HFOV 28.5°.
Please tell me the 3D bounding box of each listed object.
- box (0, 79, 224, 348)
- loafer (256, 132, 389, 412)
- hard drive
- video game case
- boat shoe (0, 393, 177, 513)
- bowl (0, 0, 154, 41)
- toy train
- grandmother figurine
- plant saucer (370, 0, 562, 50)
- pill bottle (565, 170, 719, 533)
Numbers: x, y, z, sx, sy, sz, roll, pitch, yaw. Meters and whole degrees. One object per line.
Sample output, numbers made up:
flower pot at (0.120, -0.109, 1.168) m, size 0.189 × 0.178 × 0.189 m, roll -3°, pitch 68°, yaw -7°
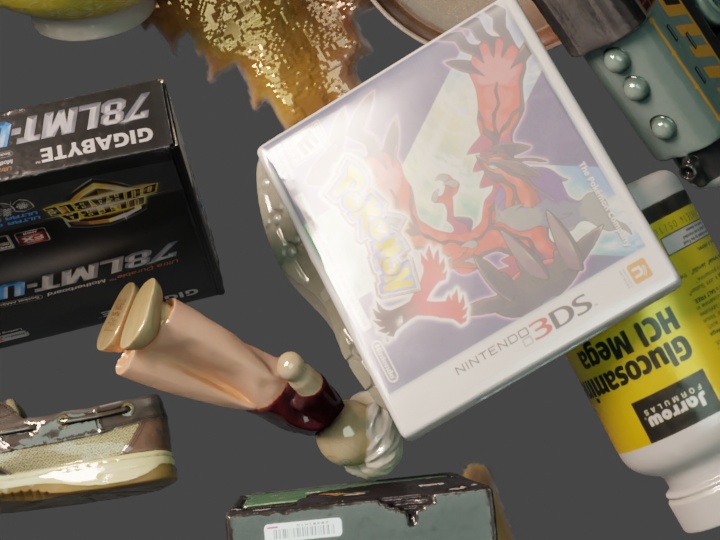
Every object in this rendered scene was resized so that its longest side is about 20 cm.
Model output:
box at (-0.188, -0.021, 0.817) m, size 0.198 × 0.199 × 0.050 m, roll -13°, pitch 64°, yaw -4°
loafer at (0.000, 0.000, 0.893) m, size 0.070 × 0.070 × 0.201 m, roll -39°, pitch 72°, yaw 33°
hard drive at (-0.003, 0.142, 0.803) m, size 0.138 × 0.200 × 0.038 m, roll -5°, pitch 85°, yaw -4°
video game case at (0.058, -0.033, 0.828) m, size 0.181 × 0.023 × 0.201 m, roll -30°, pitch 74°, yaw 8°
boat shoe at (-0.212, 0.112, 0.870) m, size 0.198 × 0.073 × 0.065 m, roll -4°, pitch 72°, yaw -6°
bowl at (-0.174, -0.207, 0.875) m, size 0.198 × 0.201 × 0.108 m, roll -8°, pitch 125°, yaw -3°
toy train at (0.182, -0.144, 0.869) m, size 0.200 × 0.085 × 0.114 m, roll 52°, pitch 51°, yaw -20°
grandmother figurine at (-0.059, 0.071, 0.854) m, size 0.199 × 0.121 × 0.061 m, roll 29°, pitch 81°, yaw -23°
plant saucer at (0.083, -0.233, 0.936) m, size 0.198 × 0.034 × 0.203 m, roll 0°, pitch 84°, yaw -3°
pill bottle at (0.188, 0.050, 0.865) m, size 0.112 × 0.112 × 0.201 m, roll -27°, pitch 84°, yaw -5°
